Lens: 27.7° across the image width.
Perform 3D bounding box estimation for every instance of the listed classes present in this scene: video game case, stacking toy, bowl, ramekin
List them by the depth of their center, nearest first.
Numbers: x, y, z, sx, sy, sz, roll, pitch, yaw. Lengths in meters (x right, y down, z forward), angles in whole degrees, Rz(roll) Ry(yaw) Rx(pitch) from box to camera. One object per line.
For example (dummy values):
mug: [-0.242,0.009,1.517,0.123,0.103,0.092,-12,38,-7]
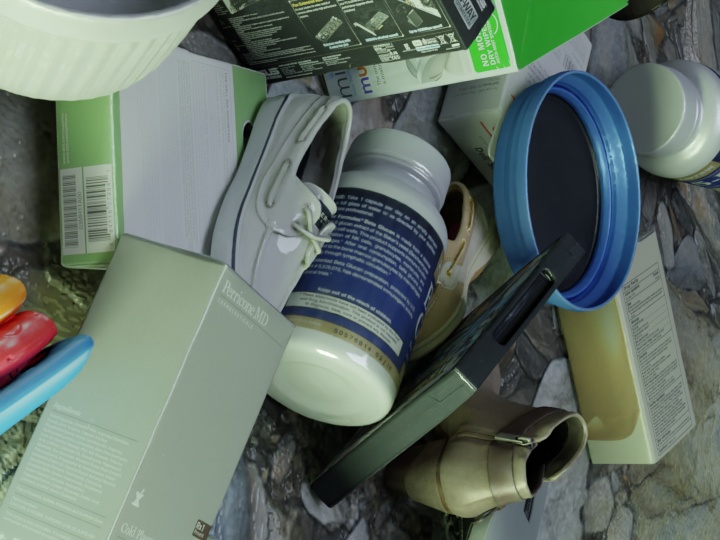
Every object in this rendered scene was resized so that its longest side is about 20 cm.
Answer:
stacking toy: [-0.243,-0.001,0.772,0.201,0.115,0.110,59,39,-8]
ramekin: [-0.171,-0.191,0.816,0.198,0.105,0.202,13,57,-21]
video game case: [0.063,0.073,1.065,0.026,0.200,0.181,45,45,0]
bowl: [0.176,-0.067,1.237,0.200,0.039,0.203,3,86,-52]

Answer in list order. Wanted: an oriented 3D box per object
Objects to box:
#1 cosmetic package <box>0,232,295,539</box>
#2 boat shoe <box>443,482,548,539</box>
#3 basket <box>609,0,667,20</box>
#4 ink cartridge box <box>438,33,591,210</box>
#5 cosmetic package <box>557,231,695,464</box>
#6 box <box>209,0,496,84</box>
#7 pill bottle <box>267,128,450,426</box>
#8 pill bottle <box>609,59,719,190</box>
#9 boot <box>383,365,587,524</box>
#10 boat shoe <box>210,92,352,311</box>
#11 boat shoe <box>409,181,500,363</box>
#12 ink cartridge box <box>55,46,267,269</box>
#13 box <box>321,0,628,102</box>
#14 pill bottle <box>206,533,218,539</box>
cosmetic package: [-0.125,0.093,0.856,0.202,0.089,0.107,-66,151,-11]
boat shoe: [0.103,0.202,1.166,0.071,0.063,0.200,68,25,-17]
basket: [0.226,-0.370,1.381,0.200,0.135,0.182,36,63,-39]
ink cartridge box: [0.134,-0.149,1.278,0.117,0.067,0.202,44,52,-41]
cosmetic package: [0.252,0.074,1.395,0.105,0.071,0.202,-24,104,-50]
box: [-0.030,-0.210,0.974,0.158,0.198,0.050,57,50,-29]
pill bottle: [0.000,0.000,1.053,0.111,0.110,0.202,47,52,-37]
pill bottle: [0.337,-0.151,1.495,0.199,0.119,0.121,5,81,-51]
boot: [0.113,0.126,1.151,0.200,0.145,0.071,-50,121,-43]
boat shoe: [-0.047,-0.037,0.988,0.072,0.065,0.202,59,36,-44]
boat shoe: [0.049,-0.001,1.155,0.070,0.073,0.200,61,34,-22]
ink cartridge box: [-0.124,-0.072,0.961,0.200,0.047,0.148,4,82,-67]
box: [0.084,-0.209,1.137,0.200,0.175,0.098,-35,113,-48]
pill bottle: [-0.063,0.254,0.938,0.200,0.111,0.113,49,50,-36]
